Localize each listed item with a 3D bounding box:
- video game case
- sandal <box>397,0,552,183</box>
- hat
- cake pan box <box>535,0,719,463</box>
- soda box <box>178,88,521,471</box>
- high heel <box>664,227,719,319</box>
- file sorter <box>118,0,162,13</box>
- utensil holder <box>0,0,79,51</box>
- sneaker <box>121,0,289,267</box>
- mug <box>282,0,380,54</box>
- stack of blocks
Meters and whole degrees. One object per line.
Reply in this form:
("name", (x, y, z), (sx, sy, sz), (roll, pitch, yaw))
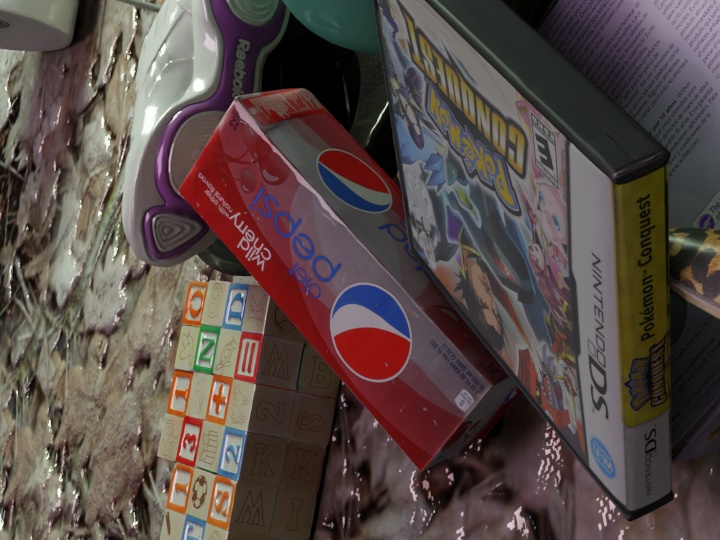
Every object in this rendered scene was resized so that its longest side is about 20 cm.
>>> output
("video game case", (0.063, -0.024, 0.662), (0.200, 0.025, 0.182), (52, 160, 45))
("sandal", (0.049, -0.111, 0.763), (0.082, 0.054, 0.200), (-56, -4, -34))
("hat", (-0.020, -0.079, 0.947), (0.200, 0.080, 0.203), (-27, 54, 42))
("cake pan box", (0.144, -0.056, 0.663), (0.185, 0.052, 0.201), (54, 127, 30))
("soda box", (0.000, 0.000, 0.819), (0.200, 0.063, 0.070), (49, 125, 17))
("high heel", (0.199, -0.033, 0.547), (0.198, 0.071, 0.144), (16, 98, 30))
("file sorter", (-0.114, -0.293, 1.146), (0.200, 0.124, 0.140), (-44, 45, 42))
("utensil holder", (-0.324, -0.317, 1.461), (0.169, 0.168, 0.202), (-4, 78, 58))
("sneaker", (-0.095, -0.093, 0.934), (0.099, 0.074, 0.202), (-15, 55, 56))
("mug", (0.026, -0.198, 0.838), (0.151, 0.115, 0.186), (11, 53, 23))
("stack of blocks", (-0.075, 0.111, 0.991), (0.115, 0.058, 0.202), (2, 81, 59))
